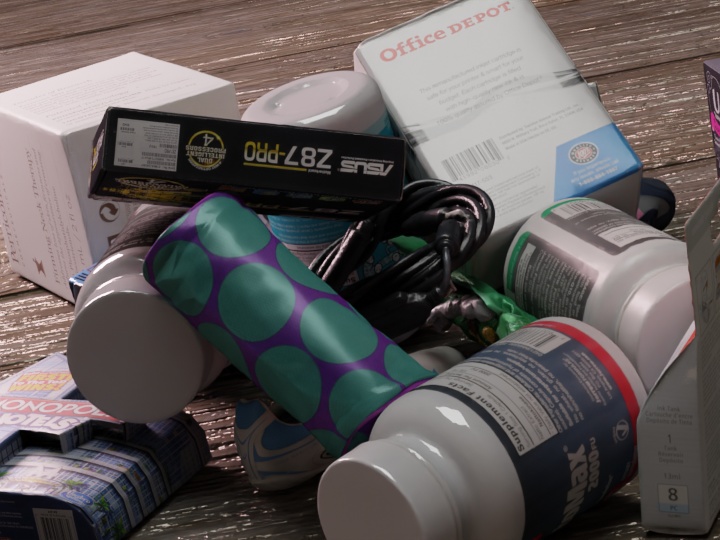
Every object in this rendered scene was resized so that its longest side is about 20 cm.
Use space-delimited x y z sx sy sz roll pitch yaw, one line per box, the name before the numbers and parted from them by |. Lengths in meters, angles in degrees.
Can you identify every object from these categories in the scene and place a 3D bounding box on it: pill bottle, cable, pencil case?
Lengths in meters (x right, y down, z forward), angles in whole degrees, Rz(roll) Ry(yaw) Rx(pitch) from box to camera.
pill bottle | -0.135 0.023 1.675 0.113 0.115 0.200 -6 19 12
cable | 0.000 0.000 1.682 0.199 0.051 0.163 -27 26 29
pill bottle | 0.188 0.024 1.670 0.113 0.114 0.200 -16 20 -17
pencil case | -0.045 0.037 1.530 0.200 0.085 0.092 42 10 19
pill bottle | -0.013 -0.041 1.812 0.110 0.201 0.111 -15 23 7
pill bottle | 0.074 0.117 1.454 0.119 0.120 0.200 10 27 44

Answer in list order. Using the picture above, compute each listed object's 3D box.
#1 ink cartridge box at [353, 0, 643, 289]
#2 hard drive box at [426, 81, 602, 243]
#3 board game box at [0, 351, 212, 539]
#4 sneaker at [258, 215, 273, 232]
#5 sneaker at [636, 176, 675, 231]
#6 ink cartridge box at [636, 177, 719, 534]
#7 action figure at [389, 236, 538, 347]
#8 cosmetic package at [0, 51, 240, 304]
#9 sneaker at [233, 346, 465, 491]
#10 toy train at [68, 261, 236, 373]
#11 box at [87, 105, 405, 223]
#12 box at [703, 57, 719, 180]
ink cartridge box | 0.102 -0.103 1.822 0.146 0.086 0.200 -24 60 -12
hard drive box | 0.099 -0.077 1.954 0.199 0.077 0.156 -10 -15 -3
board game box | -0.216 0.123 1.672 0.199 0.062 0.200 0 22 27
sneaker | -0.083 -0.031 1.919 0.090 0.079 0.200 0 -20 11
sneaker | 0.192 -0.016 1.887 0.199 0.070 0.082 -19 49 -38
ink cartridge box | 0.208 0.039 1.483 0.047 0.201 0.160 2 22 23
action figure | 0.083 0.033 1.687 0.055 0.118 0.200 -53 19 -4
cosmetic package | -0.209 -0.078 2.079 0.166 0.168 0.200 -20 21 -26
sneaker | -0.002 0.087 1.651 0.199 0.073 0.072 -23 21 -36
toy train | -0.135 0.031 1.868 0.114 0.087 0.200 -32 30 -29
box | -0.081 -0.070 1.619 0.199 0.049 0.161 5 -4 -10
box | 0.376 -0.114 1.966 0.131 0.115 0.200 -12 20 -6
